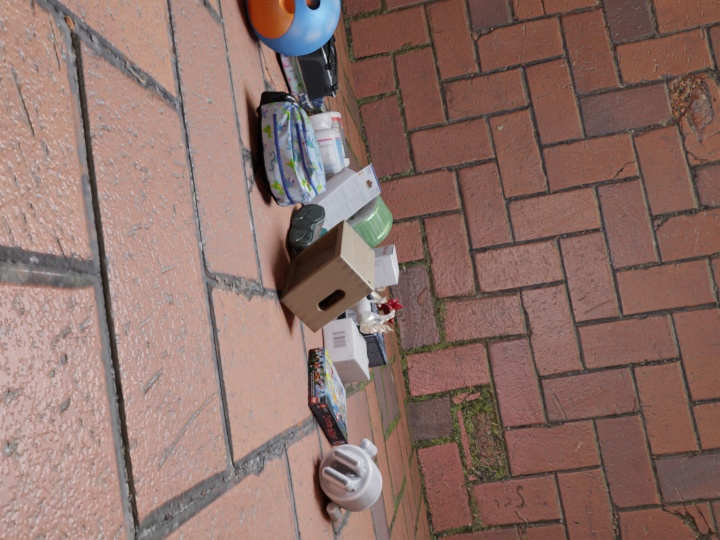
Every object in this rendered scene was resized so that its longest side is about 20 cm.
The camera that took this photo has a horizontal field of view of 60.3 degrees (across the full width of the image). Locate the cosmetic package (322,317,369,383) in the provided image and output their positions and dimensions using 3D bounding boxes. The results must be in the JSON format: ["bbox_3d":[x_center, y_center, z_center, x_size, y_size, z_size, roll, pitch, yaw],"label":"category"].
[{"bbox_3d":[-0.034,0.210,1.588,0.200,0.081,0.113,69,13,-61],"label":"cosmetic package"}]

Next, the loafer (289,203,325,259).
[{"bbox_3d":[-0.125,-0.084,1.399,0.200,0.071,0.063,-75,175,-58],"label":"loafer"}]

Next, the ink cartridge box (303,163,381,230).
[{"bbox_3d":[-0.045,-0.194,1.632,0.041,0.200,0.200,52,-2,18],"label":"ink cartridge box"}]

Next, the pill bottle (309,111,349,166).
[{"bbox_3d":[-0.092,-0.342,1.770,0.111,0.110,0.201,-39,119,-82],"label":"pill bottle"}]

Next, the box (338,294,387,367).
[{"bbox_3d":[0.006,0.181,1.829,0.200,0.106,0.149,71,11,-55],"label":"box"}]

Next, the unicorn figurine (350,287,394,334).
[{"bbox_3d":[0.009,0.096,1.642,0.200,0.137,0.074,-117,-165,-59],"label":"unicorn figurine"}]

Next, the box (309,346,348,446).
[{"bbox_3d":[-0.070,0.281,1.372,0.200,0.037,0.137,72,11,-48],"label":"box"}]

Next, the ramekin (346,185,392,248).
[{"bbox_3d":[-0.014,-0.157,1.812,0.098,0.199,0.201,61,19,-46],"label":"ramekin"}]

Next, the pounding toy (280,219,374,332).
[{"bbox_3d":[-0.065,0.028,1.263,0.142,0.200,0.184,46,21,-21],"label":"pounding toy"}]

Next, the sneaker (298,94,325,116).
[{"bbox_3d":[-0.142,-0.500,1.811,0.085,0.077,0.201,-107,-173,-45],"label":"sneaker"}]

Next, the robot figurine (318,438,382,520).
[{"bbox_3d":[-0.019,0.429,1.273,0.170,0.113,0.200,-55,153,-19],"label":"robot figurine"}]

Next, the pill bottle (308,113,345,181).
[{"bbox_3d":[-0.101,-0.310,1.662,0.109,0.108,0.201,-46,125,-81],"label":"pill bottle"}]

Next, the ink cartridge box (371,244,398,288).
[{"bbox_3d":[0.000,0.000,1.662,0.145,0.199,0.084,-70,148,-76],"label":"ink cartridge box"}]

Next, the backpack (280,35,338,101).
[{"bbox_3d":[-0.130,-0.565,1.625,0.178,0.150,0.201,73,17,-58],"label":"backpack"}]

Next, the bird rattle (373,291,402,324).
[{"bbox_3d":[0.026,0.095,1.953,0.163,0.113,0.200,43,-11,-34],"label":"bird rattle"}]

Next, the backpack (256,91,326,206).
[{"bbox_3d":[-0.138,-0.225,1.222,0.163,0.153,0.201,80,16,-64],"label":"backpack"}]

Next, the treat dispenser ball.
[{"bbox_3d":[-0.142,-0.563,1.318,0.201,0.200,0.202,-10,90,-83],"label":"treat dispenser ball"}]

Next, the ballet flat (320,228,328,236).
[{"bbox_3d":[-0.100,-0.053,1.517,0.200,0.069,0.070,-75,154,-73],"label":"ballet flat"}]
